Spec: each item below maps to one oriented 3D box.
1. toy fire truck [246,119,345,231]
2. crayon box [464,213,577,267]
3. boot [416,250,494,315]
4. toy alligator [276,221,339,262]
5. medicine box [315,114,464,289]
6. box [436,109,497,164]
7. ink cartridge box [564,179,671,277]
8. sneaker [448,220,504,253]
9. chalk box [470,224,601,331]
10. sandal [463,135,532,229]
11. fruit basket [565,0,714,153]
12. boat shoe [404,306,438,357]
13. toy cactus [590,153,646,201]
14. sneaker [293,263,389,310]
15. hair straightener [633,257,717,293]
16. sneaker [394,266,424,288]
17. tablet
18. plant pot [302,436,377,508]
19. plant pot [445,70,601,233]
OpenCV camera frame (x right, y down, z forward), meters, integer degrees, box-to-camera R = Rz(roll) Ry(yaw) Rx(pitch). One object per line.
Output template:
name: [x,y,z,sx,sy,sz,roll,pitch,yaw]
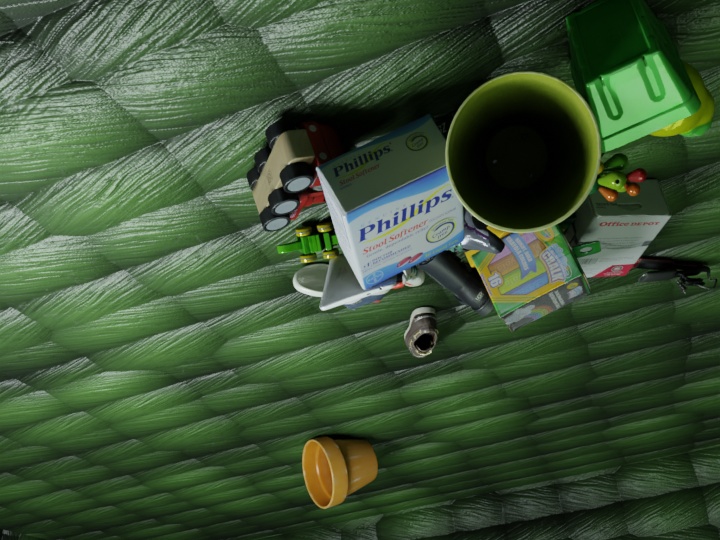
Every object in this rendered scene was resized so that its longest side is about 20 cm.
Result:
toy fire truck: [-0.053,-0.136,1.166,0.197,0.131,0.176,-11,158,-29]
crayon box: [0.266,-0.066,1.335,0.197,0.052,0.126,-8,153,-29]
boot: [0.168,-0.005,1.434,0.168,0.200,0.077,40,96,-13]
toy alligator: [-0.049,-0.057,1.345,0.196,0.061,0.054,-11,-168,2]
medicine box: [0.050,-0.095,1.110,0.180,0.104,0.201,-26,149,-6]
box: [0.171,-0.167,1.207,0.159,0.044,0.199,-27,143,31]
ink cartridge box: [0.445,-0.073,1.375,0.142,0.085,0.201,-2,148,-8]
sneaker: [0.146,-0.049,1.255,0.074,0.199,0.089,27,91,-49]
chalk box: [0.308,-0.005,1.283,0.198,0.125,0.124,-29,156,12]
sandal: [0.231,-0.142,1.141,0.043,0.202,0.076,26,167,47]
fruit basket: [0.362,-0.234,0.979,0.153,0.219,0.215,-21,146,24]
boat shoe: [0.140,0.155,1.716,0.070,0.061,0.201,-4,149,-5]
toy cactus: [0.330,-0.149,1.153,0.162,0.201,0.104,-21,118,2]
sneaker: [-0.039,0.040,1.478,0.196,0.076,0.085,4,143,-17]
hair straightener: [0.660,0.019,1.574,0.196,0.078,0.041,6,146,-20]
sneaker: [0.068,0.003,1.420,0.069,0.095,0.200,-17,147,18]
tablet: [0.000,0.000,1.256,0.128,0.201,0.014,-18,112,11]
plant pot: [-0.053,0.595,2.299,0.180,0.203,0.201,-6,153,-31]
plant pot: [0.209,-0.150,1.002,0.183,0.191,0.200,-13,-177,11]
